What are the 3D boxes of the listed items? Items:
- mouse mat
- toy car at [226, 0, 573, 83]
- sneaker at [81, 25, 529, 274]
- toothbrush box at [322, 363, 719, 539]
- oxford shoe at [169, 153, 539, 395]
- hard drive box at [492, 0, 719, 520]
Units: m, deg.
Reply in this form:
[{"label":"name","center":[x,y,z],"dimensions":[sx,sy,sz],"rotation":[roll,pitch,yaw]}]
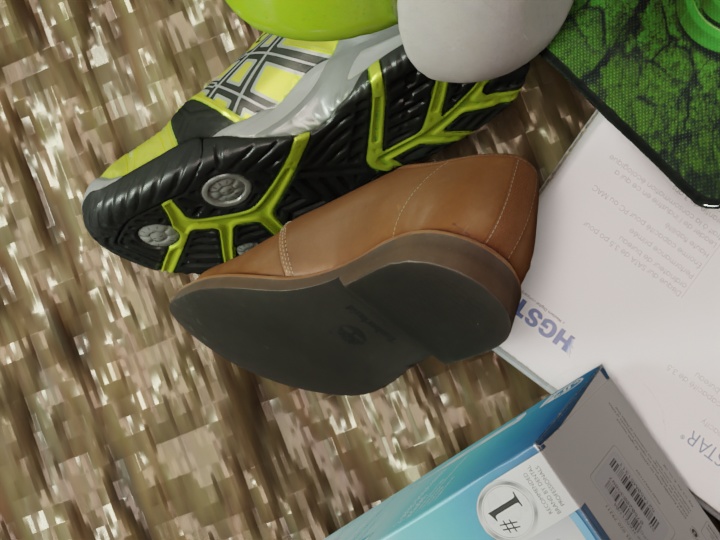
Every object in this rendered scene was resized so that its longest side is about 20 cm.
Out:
[{"label":"mouse mat","center":[0.130,-0.129,0.799],"dimensions":[0.161,0.008,0.200],"rotation":[-51,42,10]},{"label":"toy car","center":[0.015,-0.176,0.779],"dimensions":[0.174,0.151,0.200],"rotation":[24,59,30]},{"label":"sneaker","center":[-0.025,-0.065,0.872],"dimensions":[0.199,0.075,0.077],"rotation":[-27,51,15]},{"label":"toothbrush box","center":[0.044,0.154,0.808],"dimensions":[0.199,0.085,0.147],"rotation":[-34,91,30]},{"label":"oxford shoe","center":[0.000,0.000,0.831],"dimensions":[0.071,0.199,0.072],"rotation":[40,58,-27]},{"label":"hard drive box","center":[0.156,-0.018,0.830],"dimensions":[0.155,0.077,0.201],"rotation":[37,95,7]}]
